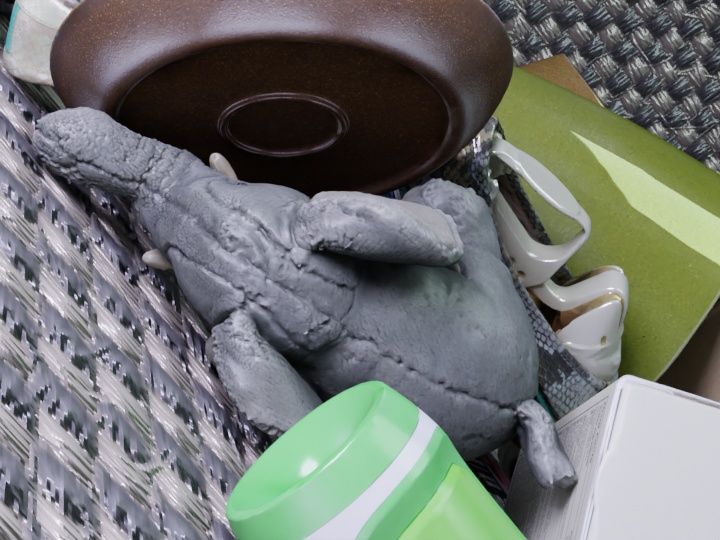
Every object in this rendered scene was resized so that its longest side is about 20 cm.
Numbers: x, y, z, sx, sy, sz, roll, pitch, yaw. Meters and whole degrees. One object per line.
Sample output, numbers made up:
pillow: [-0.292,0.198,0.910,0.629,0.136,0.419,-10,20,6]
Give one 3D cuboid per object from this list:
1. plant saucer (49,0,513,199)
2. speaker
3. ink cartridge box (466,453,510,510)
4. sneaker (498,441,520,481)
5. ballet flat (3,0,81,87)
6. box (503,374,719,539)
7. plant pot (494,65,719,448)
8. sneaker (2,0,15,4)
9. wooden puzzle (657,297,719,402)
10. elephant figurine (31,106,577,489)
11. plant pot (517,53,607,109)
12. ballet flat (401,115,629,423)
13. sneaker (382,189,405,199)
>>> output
plant saucer: [-0.033,-0.074,0.997,0.200,0.200,0.032,41,41,-56]
speaker: [0.041,0.138,0.834,0.200,0.088,0.088,51,7,-12]
ink cartridge box: [0.050,0.107,1.243,0.200,0.037,0.095,57,9,22]
sneaker: [0.144,0.169,1.386,0.200,0.074,0.080,46,28,-40]
ballet flat: [-0.071,-0.090,1.063,0.200,0.062,0.068,16,29,-28]
box: [0.119,0.116,1.055,0.078,0.095,0.200,17,-13,-5]
plant pot: [0.074,-0.030,1.250,0.200,0.187,0.187,38,10,-11]
sneaker: [-0.153,-0.156,1.076,0.200,0.074,0.080,-61,157,-68]
wooden puzzle: [0.191,0.099,1.246,0.037,0.185,0.201,1,70,-27]
elephant figurine: [-0.023,0.012,0.974,0.200,0.155,0.142,26,59,-51]
plant pot: [0.075,-0.035,1.428,0.187,0.200,0.186,52,8,-10]
ballet flat: [0.089,0.005,1.119,0.201,0.072,0.072,56,5,-24]
sneaker: [0.000,0.000,1.127,0.077,0.076,0.201,24,56,-58]
